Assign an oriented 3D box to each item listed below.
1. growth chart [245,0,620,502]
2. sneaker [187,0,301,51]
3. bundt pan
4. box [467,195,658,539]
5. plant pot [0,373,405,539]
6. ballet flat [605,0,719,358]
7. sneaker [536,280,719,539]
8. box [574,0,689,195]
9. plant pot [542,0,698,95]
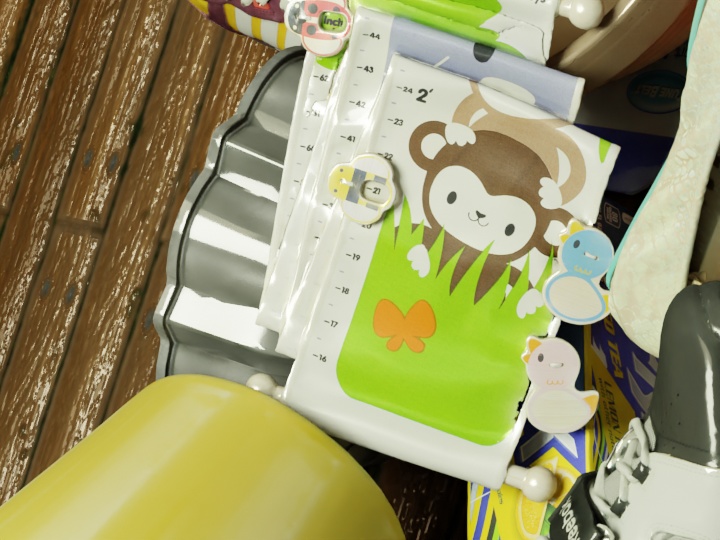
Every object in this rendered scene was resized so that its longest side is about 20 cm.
[{"bbox_3d":[0.028,-0.020,0.737,0.143,0.018,0.202,9,102,12],"label":"growth chart"},{"bbox_3d":[-0.039,-0.148,1.031,0.199,0.090,0.076,16,86,52],"label":"sneaker"},{"bbox_3d":[0.000,0.000,0.848,0.075,0.202,0.204,20,89,26],"label":"bundt pan"},{"bbox_3d":[0.087,0.074,0.791,0.064,0.070,0.202,-19,59,39],"label":"box"},{"bbox_3d":[-0.082,0.149,0.744,0.200,0.201,0.189,-7,39,49],"label":"plant pot"},{"bbox_3d":[0.138,-0.045,0.660,0.062,0.067,0.201,50,142,37],"label":"ballet flat"},{"bbox_3d":[0.088,0.101,0.666,0.074,0.088,0.202,-51,-35,-74],"label":"sneaker"},{"bbox_3d":[0.135,-0.128,0.855,0.119,0.041,0.202,15,88,52],"label":"box"},{"bbox_3d":[0.100,-0.153,0.801,0.200,0.092,0.203,-24,57,43],"label":"plant pot"}]
